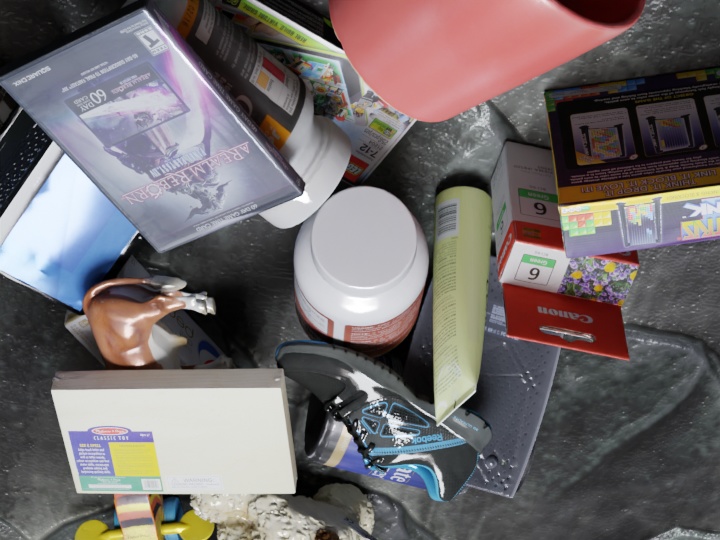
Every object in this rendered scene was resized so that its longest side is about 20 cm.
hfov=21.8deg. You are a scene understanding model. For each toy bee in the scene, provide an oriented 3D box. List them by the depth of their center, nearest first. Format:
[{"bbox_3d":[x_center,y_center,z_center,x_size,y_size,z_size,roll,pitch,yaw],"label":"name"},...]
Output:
[{"bbox_3d":[-0.200,0.272,1.832,0.130,0.109,0.200,-24,125,17],"label":"toy bee"}]

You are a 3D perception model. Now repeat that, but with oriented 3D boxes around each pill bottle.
[{"bbox_3d":[-0.109,-0.127,1.456,0.200,0.117,0.116,38,120,-26],"label":"pill bottle"},{"bbox_3d":[0.000,0.000,1.551,0.111,0.113,0.200,2,165,-2],"label":"pill bottle"},{"bbox_3d":[0.056,0.143,1.723,0.199,0.112,0.112,14,128,-11],"label":"pill bottle"}]

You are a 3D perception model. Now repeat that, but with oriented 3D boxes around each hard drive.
[{"bbox_3d":[0.102,0.088,1.655,0.134,0.042,0.201,16,87,-11],"label":"hard drive"}]

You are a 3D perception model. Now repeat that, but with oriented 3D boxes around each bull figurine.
[{"bbox_3d":[-0.175,0.085,1.627,0.121,0.065,0.201,-11,131,4],"label":"bull figurine"}]

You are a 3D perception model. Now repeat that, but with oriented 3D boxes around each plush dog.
[{"bbox_3d":[-0.078,0.296,1.786,0.199,0.161,0.173,17,110,-30],"label":"plush dog"}]

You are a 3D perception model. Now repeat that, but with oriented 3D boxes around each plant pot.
[{"bbox_3d":[0.085,-0.214,1.394,0.200,0.201,0.177,35,130,-25],"label":"plant pot"}]

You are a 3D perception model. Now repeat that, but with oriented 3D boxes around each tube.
[{"bbox_3d":[0.084,0.027,1.570,0.052,0.201,0.058,-7,148,19],"label":"tube"}]

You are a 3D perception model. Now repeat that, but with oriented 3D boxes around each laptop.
[{"bbox_3d":[-0.244,-0.048,1.504,0.103,0.200,0.178,37,101,5],"label":"laptop"}]

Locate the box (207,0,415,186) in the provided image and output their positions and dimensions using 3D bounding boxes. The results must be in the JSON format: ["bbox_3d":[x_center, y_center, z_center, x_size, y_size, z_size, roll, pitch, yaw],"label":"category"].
[{"bbox_3d":[-0.053,-0.157,1.529,0.199,0.035,0.110,28,124,-21],"label":"box"}]

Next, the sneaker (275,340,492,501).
[{"bbox_3d":[0.012,0.124,1.581,0.199,0.082,0.073,27,170,-3],"label":"sneaker"}]

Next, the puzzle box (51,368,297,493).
[{"bbox_3d":[-0.158,0.139,1.609,0.198,0.026,0.134,0,132,5],"label":"puzzle box"}]

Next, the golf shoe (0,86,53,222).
[{"bbox_3d":[-0.301,-0.137,1.534,0.094,0.078,0.201,-20,128,-12],"label":"golf shoe"}]

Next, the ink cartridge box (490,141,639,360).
[{"bbox_3d":[0.169,-0.019,1.533,0.108,0.201,0.051,11,129,-9],"label":"ink cartridge box"}]

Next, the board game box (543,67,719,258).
[{"bbox_3d":[0.253,-0.091,1.498,0.198,0.166,0.057,-7,129,7],"label":"board game box"}]

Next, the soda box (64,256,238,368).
[{"bbox_3d":[-0.180,0.079,1.703,0.068,0.064,0.200,-27,124,20],"label":"soda box"}]

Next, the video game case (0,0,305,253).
[{"bbox_3d":[-0.154,-0.103,1.392,0.142,0.019,0.200,-20,128,28],"label":"video game case"}]
